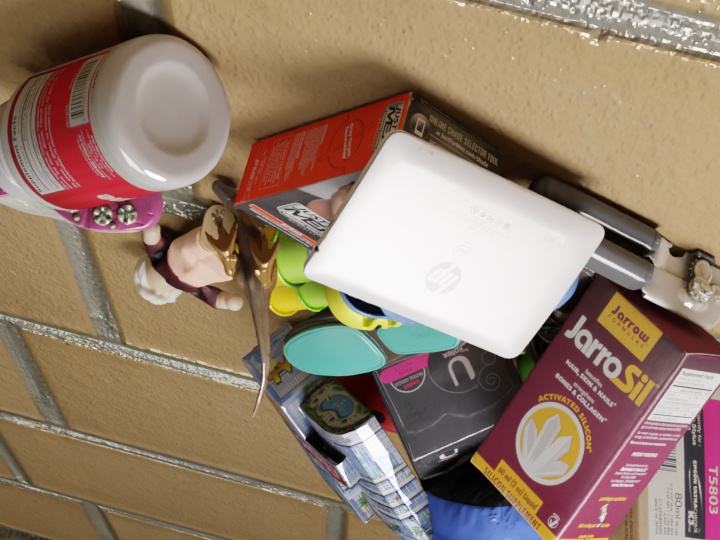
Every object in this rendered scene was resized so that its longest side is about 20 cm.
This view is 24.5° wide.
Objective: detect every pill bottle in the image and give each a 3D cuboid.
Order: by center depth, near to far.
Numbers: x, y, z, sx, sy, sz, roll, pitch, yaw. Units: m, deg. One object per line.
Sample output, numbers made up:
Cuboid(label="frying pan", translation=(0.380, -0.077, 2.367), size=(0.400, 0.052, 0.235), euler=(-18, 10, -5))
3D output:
Cuboid(label="pill bottle", translation=(-0.199, -0.106, 1.251), size=(0.112, 0.113, 0.199), euler=(31, 155, -36))

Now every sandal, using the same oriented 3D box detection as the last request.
Cuboid(label="sandal", translation=(0.076, 0.009, 1.274), size=(0.198, 0.080, 0.087), euler=(-7, 172, -10))

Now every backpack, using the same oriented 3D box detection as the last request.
Cuboid(label="backpack", translation=(0.168, 0.248, 1.507), size=(0.199, 0.169, 0.162), euler=(-5, 179, -36))

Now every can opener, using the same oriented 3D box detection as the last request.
Cuboid(label="can opener", translation=(0.204, -0.009, 1.287), size=(0.199, 0.053, 0.066), euler=(27, 156, -25))

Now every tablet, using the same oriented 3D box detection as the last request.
Cuboid(label="tablet", translation=(0.070, -0.014, 1.206), size=(0.199, 0.131, 0.014), euler=(23, -156, -27))

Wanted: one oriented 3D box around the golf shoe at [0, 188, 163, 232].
Cuboid(label="golf shoe", translation=(-0.264, -0.079, 1.448), size=(0.198, 0.076, 0.092), euler=(17, 175, 3))

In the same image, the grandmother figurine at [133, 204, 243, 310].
Cuboid(label="grandmother figurine", translation=(-0.158, -0.006, 1.562), size=(0.122, 0.061, 0.200), euler=(52, 151, -13))

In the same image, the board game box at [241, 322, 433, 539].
Cuboid(label="board game box", translation=(-0.024, 0.155, 1.583), size=(0.200, 0.062, 0.200), euler=(56, 171, -27))

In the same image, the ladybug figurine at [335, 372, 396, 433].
Cuboid(label="ladybug figurine", translation=(0.003, 0.122, 1.723), size=(0.198, 0.072, 0.136), euler=(14, 167, 4))

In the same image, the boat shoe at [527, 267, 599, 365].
Cuboid(label="boat shoe", translation=(0.174, 0.034, 1.400), size=(0.071, 0.065, 0.200), euler=(16, 158, 7))

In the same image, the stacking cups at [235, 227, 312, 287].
Cuboid(label="stacking cups", translation=(-0.015, -0.020, 1.401), size=(0.199, 0.061, 0.060), euler=(-7, 150, 38))

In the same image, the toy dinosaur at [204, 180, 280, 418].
Cuboid(label="toy dinosaur", translation=(-0.086, 0.008, 1.373), size=(0.060, 0.202, 0.106), euler=(-10, 159, 3))

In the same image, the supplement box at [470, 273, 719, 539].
Cuboid(label="supplement box", translation=(0.196, 0.115, 1.353), size=(0.085, 0.201, 0.110), euler=(9, -151, -50))

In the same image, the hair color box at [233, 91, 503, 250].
Cuboid(label="hair color box", translation=(0.003, -0.069, 1.271), size=(0.101, 0.062, 0.199), euler=(30, 155, -31))

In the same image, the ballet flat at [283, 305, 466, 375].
Cuboid(label="ballet flat", translation=(0.022, 0.043, 1.398), size=(0.199, 0.074, 0.073), euler=(-14, 145, 42))

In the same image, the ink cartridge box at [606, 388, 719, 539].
Cuboid(label="ink cartridge box", translation=(0.274, 0.173, 1.451), size=(0.164, 0.202, 0.075), euler=(11, 163, -34))

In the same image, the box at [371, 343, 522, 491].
Cuboid(label="box", translation=(0.089, 0.126, 1.548), size=(0.122, 0.107, 0.200), euler=(-24, 163, -1))

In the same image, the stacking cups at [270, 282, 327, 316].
Cuboid(label="stacking cups", translation=(0.000, 0.000, 1.465), size=(0.199, 0.061, 0.060), euler=(-10, 148, 42))

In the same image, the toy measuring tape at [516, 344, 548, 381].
Cuboid(label="toy measuring tape", translation=(0.207, 0.104, 1.548), size=(0.199, 0.074, 0.073), euler=(30, 155, -31))
